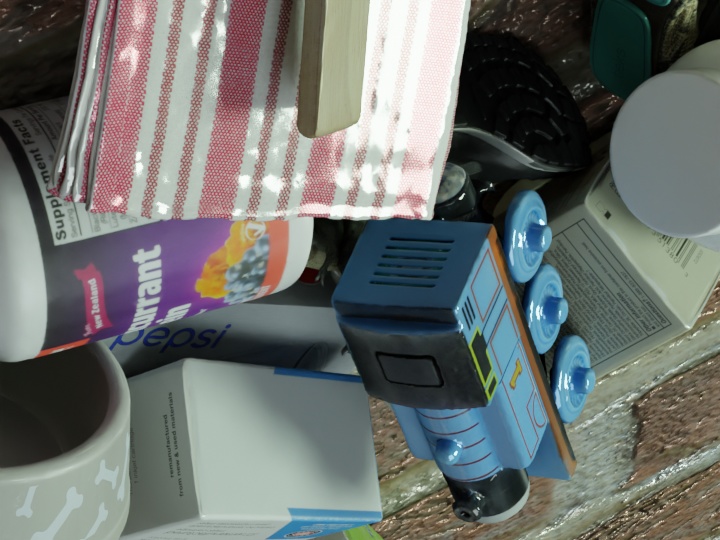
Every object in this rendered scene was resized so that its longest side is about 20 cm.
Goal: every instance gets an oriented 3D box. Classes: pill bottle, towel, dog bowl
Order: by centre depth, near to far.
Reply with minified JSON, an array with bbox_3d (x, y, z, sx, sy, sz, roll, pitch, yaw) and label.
[{"bbox_3d":[-0.036,-0.095,0.933,0.199,0.030,0.147,0,107,-38],"label":"towel"},{"bbox_3d":[-0.132,-0.022,0.986,0.199,0.112,0.112,-15,148,-25],"label":"pill bottle"},{"bbox_3d":[-0.195,0.065,0.990,0.199,0.200,0.059,-6,125,-36],"label":"dog bowl"},{"bbox_3d":[0.214,-0.067,1.128,0.200,0.111,0.111,-11,148,-52],"label":"pill bottle"}]

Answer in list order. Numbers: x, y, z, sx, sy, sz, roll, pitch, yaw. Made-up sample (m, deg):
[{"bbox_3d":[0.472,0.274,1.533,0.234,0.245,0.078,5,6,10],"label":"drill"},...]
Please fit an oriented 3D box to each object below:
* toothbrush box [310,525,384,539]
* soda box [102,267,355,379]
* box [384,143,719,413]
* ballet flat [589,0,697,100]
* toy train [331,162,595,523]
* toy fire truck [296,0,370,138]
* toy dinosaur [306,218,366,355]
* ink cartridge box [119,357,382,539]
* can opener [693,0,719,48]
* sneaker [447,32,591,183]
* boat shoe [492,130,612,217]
[{"bbox_3d":[-0.040,0.243,1.506,0.145,0.086,0.200,-31,150,4],"label":"toothbrush box"},{"bbox_3d":[-0.076,0.015,1.143,0.199,0.064,0.068,4,137,-45],"label":"soda box"},{"bbox_3d":[0.094,0.019,1.199,0.200,0.095,0.078,-31,-166,41],"label":"box"},{"bbox_3d":[0.147,-0.155,1.090,0.075,0.068,0.200,-52,162,-12],"label":"ballet flat"},{"bbox_3d":[0.055,0.042,1.090,0.115,0.086,0.201,-62,146,-36],"label":"toy train"},{"bbox_3d":[0.050,-0.155,0.900,0.176,0.129,0.200,5,147,-47],"label":"toy fire truck"},{"bbox_3d":[0.000,0.000,1.133,0.047,0.089,0.199,-32,164,38],"label":"toy dinosaur"},{"bbox_3d":[-0.110,0.113,1.165,0.199,0.085,0.144,-18,163,38],"label":"ink cartridge box"},{"bbox_3d":[0.219,-0.180,1.127,0.064,0.078,0.200,-57,173,-36],"label":"can opener"},{"bbox_3d":[0.030,-0.074,1.114,0.199,0.076,0.087,7,149,-42],"label":"sneaker"},{"bbox_3d":[0.176,-0.057,1.257,0.199,0.068,0.072,-33,151,0],"label":"boat shoe"}]
